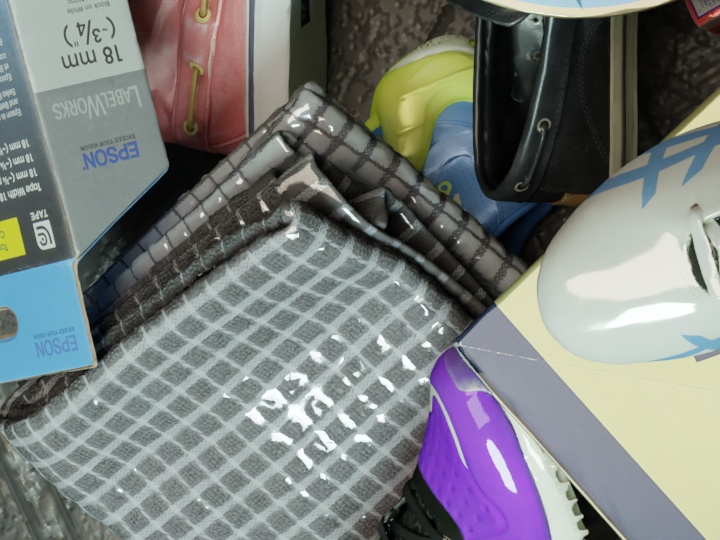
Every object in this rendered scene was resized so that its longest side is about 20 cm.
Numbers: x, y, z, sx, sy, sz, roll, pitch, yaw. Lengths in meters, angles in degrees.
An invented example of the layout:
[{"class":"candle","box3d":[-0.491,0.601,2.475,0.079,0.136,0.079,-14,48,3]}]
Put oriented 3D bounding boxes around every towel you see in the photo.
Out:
[{"class":"towel","box3d":[-0.026,0.049,1.049,0.165,0.086,0.200,41,121,-16]}]

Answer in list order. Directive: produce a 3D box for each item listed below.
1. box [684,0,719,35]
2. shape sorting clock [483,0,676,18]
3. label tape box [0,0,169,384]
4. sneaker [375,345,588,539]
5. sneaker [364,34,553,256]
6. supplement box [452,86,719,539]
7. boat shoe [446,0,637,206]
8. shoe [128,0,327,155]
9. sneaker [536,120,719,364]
[{"class":"box","box3d":[0.203,-0.176,0.987,0.199,0.095,0.103,-30,75,22]},{"class":"shape sorting clock","box3d":[0.079,-0.191,0.940,0.198,0.039,0.202,0,89,4]},{"class":"label tape box","box3d":[-0.150,-0.058,1.072,0.144,0.063,0.202,-11,94,48]},{"class":"sneaker","box3d":[0.032,0.118,0.984,0.099,0.201,0.070,-17,39,-7]},{"class":"sneaker","box3d":[0.000,0.000,1.093,0.200,0.076,0.105,-44,72,17]},{"class":"supplement box","box3d":[0.175,0.026,0.902,0.200,0.134,0.200,-43,83,10]},{"class":"boat shoe","box3d":[0.066,-0.116,1.007,0.075,0.062,0.202,-136,38,-62]},{"class":"shoe","box3d":[-0.062,-0.146,1.112,0.090,0.071,0.202,6,105,17]},{"class":"sneaker","box3d":[0.145,-0.020,0.802,0.199,0.072,0.072,-17,90,13]}]
